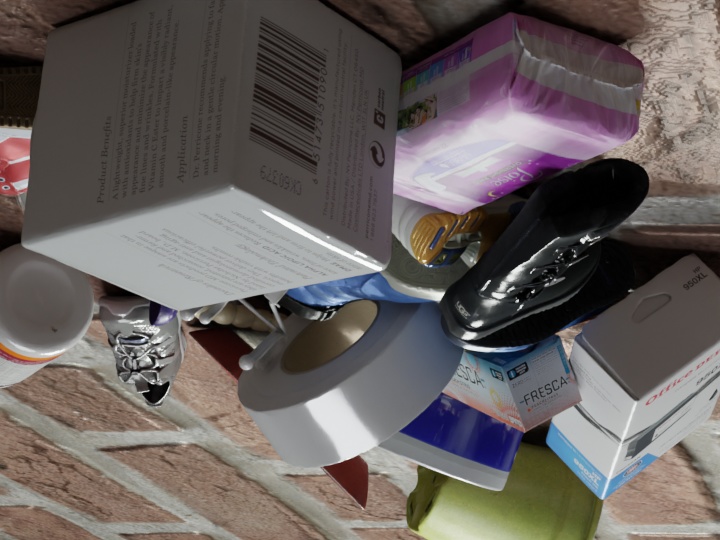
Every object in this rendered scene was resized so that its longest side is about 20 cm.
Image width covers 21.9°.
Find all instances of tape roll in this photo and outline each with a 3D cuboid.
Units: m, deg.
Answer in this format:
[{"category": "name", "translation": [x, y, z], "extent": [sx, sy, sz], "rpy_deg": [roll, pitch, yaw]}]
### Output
[{"category": "tape roll", "translation": [-0.008, 0.082, 1.652], "extent": [0.202, 0.203, 0.071], "rpy_deg": [-15, 118, 42]}]

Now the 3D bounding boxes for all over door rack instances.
[{"category": "over door rack", "translation": [-0.129, 0.008, 1.575], "extent": [0.148, 0.067, 0.200], "rpy_deg": [40, 162, 9]}]

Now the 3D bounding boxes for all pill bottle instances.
[{"category": "pill bottle", "translation": [-0.336, 0.050, 1.761], "extent": [0.109, 0.110, 0.200], "rpy_deg": [14, 158, -26]}]

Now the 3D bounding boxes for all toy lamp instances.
[{"category": "toy lamp", "translation": [-0.101, 0.048, 1.786], "extent": [0.199, 0.058, 0.058], "rpy_deg": [12, 158, -17]}]

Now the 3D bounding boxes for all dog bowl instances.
[{"category": "dog bowl", "translation": [0.065, 0.150, 1.885], "extent": [0.200, 0.079, 0.200], "rpy_deg": [22, 180, 0]}]

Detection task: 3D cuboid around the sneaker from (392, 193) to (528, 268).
[{"category": "sneaker", "translation": [0.076, -0.051, 1.487], "extent": [0.088, 0.075, 0.200], "rpy_deg": [43, -166, 24]}]

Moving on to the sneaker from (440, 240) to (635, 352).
[{"category": "sneaker", "translation": [0.142, 0.032, 1.582], "extent": [0.200, 0.066, 0.078], "rpy_deg": [-19, 171, -33]}]

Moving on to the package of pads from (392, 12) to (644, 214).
[{"category": "package of pads", "translation": [0.091, -0.107, 1.301], "extent": [0.120, 0.076, 0.200], "rpy_deg": [17, 157, -31]}]

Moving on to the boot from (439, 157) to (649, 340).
[{"category": "boot", "translation": [0.158, -0.033, 1.400], "extent": [0.165, 0.066, 0.200], "rpy_deg": [-35, 168, -31]}]

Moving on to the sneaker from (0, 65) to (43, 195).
[{"category": "sneaker", "translation": [-0.295, -0.110, 1.377], "extent": [0.199, 0.071, 0.113], "rpy_deg": [8, 156, -15]}]

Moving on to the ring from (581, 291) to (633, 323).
[{"category": "ring", "translation": [0.225, 0.082, 1.774], "extent": [0.200, 0.019, 0.201], "rpy_deg": [-9, 147, -6]}]

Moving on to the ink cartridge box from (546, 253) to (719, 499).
[{"category": "ink cartridge box", "translation": [0.254, 0.097, 1.659], "extent": [0.144, 0.084, 0.200], "rpy_deg": [-34, 155, -20]}]

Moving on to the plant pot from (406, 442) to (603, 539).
[{"category": "plant pot", "translation": [0.160, 0.273, 2.184], "extent": [0.184, 0.201, 0.200], "rpy_deg": [21, 157, -11]}]

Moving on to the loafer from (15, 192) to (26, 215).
[{"category": "loafer", "translation": [-0.179, -0.065, 1.458], "extent": [0.199, 0.072, 0.063], "rpy_deg": [4, 117, 16]}]

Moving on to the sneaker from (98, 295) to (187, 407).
[{"category": "sneaker", "translation": [-0.212, 0.080, 1.853], "extent": [0.074, 0.082, 0.200], "rpy_deg": [0, 159, 10]}]

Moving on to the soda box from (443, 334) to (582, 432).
[{"category": "soda box", "translation": [0.117, 0.082, 1.673], "extent": [0.063, 0.069, 0.200], "rpy_deg": [-27, -161, -18]}]

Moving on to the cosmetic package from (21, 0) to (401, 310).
[{"category": "cosmetic package", "translation": [-0.100, -0.084, 1.275], "extent": [0.200, 0.165, 0.165], "rpy_deg": [-11, 155, 37]}]

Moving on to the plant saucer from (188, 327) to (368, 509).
[{"category": "plant saucer", "translation": [-0.075, 0.136, 1.849], "extent": [0.200, 0.037, 0.200], "rpy_deg": [47, 175, -18]}]

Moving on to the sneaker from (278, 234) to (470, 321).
[{"category": "sneaker", "translation": [0.000, -0.001, 1.599], "extent": [0.199, 0.077, 0.111], "rpy_deg": [8, 156, -2]}]
